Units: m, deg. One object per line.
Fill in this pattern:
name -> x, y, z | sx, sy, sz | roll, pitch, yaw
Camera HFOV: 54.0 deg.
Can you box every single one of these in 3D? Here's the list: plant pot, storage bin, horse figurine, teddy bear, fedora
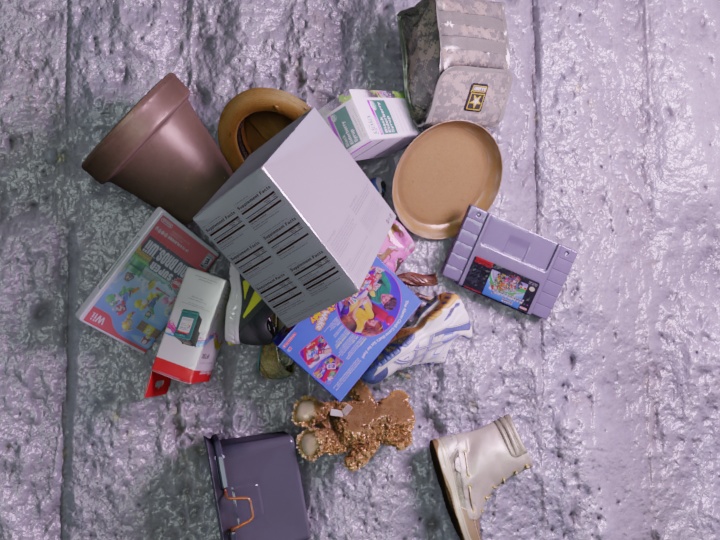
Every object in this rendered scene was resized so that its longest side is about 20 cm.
plant pot -> -0.295, -0.170, 1.086 | 0.201, 0.200, 0.175 | -47, 110, -7
storage bin -> -0.156, 0.341, 1.077 | 0.132, 0.145, 0.203 | -11, 87, -16
horse figurine -> 0.055, 0.084, 1.154 | 0.131, 0.050, 0.203 | 24, 86, -9
plant pot -> 0.138, -0.148, 1.146 | 0.197, 0.028, 0.203 | -9, 119, -17
teddy bear -> -0.013, 0.243, 1.112 | 0.198, 0.067, 0.146 | -17, 57, -28
fedora -> -0.127, -0.211, 1.123 | 0.198, 0.202, 0.082 | 17, 42, -4

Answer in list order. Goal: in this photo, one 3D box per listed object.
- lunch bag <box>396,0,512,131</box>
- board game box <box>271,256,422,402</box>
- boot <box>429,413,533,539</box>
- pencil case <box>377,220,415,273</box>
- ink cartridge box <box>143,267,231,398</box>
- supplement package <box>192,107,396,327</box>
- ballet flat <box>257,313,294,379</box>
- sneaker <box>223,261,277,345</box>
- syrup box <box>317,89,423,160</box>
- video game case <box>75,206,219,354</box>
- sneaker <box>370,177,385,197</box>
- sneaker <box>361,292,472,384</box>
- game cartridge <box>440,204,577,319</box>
lunch bag -> 0.156, -0.325, 1.137 | 0.162, 0.117, 0.204 | -6, 90, -33
board game box -> -0.019, 0.077, 1.075 | 0.134, 0.045, 0.200 | 44, 82, -18
boot -> 0.209, 0.349, 1.139 | 0.152, 0.072, 0.203 | -17, 87, -9
pencil case -> 0.000, 0.000, 1.139 | 0.200, 0.087, 0.083 | -46, 58, -7
ink cartridge box -> -0.256, 0.105, 1.085 | 0.066, 0.116, 0.203 | 18, 84, 4
supplement package -> -0.083, -0.073, 0.975 | 0.146, 0.192, 0.201 | -27, 111, 33
ballet flat -> -0.120, 0.073, 1.125 | 0.069, 0.071, 0.204 | 6, 89, -5
sneaker -> -0.153, 0.021, 1.065 | 0.083, 0.075, 0.203 | 10, 111, 1
syrup box -> 0.017, -0.225, 1.096 | 0.081, 0.199, 0.080 | -26, 88, 30
video game case -> -0.322, 0.019, 1.088 | 0.017, 0.143, 0.201 | 31, 82, 38
sneaker -> -0.037, -0.083, 1.143 | 0.077, 0.076, 0.200 | 45, 82, -5
sneaker -> 0.093, 0.125, 1.106 | 0.199, 0.075, 0.089 | -37, 109, -6
game cartridge -> 0.245, -0.011, 1.171 | 0.197, 0.038, 0.131 | 22, 94, -5
